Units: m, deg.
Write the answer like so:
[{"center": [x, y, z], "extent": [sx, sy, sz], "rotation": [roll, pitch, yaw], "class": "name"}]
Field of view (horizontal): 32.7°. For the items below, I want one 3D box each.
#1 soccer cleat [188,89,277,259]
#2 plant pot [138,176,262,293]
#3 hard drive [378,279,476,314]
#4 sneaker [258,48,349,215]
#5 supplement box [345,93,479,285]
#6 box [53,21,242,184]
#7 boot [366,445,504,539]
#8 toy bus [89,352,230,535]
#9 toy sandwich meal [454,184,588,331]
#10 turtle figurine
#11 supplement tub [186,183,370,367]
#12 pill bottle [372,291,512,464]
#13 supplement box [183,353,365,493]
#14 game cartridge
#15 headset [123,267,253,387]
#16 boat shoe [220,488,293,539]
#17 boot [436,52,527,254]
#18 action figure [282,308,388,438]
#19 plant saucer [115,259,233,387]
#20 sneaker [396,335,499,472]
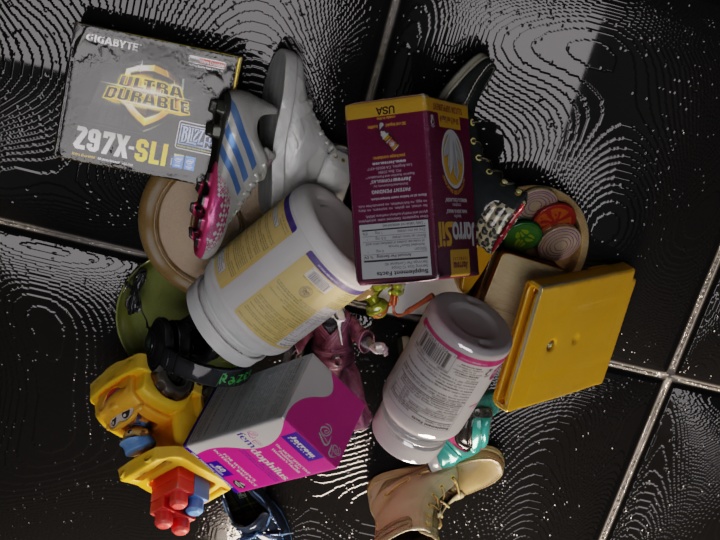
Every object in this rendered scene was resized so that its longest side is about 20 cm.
[{"center": [-0.144, -0.107, 1.425], "extent": [0.086, 0.070, 0.202], "rotation": [8, 100, -21], "class": "soccer cleat"}, {"center": [-0.178, -0.059, 1.525], "extent": [0.198, 0.027, 0.202], "rotation": [-1, 102, -4], "class": "plant pot"}, {"center": [0.092, -0.039, 1.563], "extent": [0.131, 0.027, 0.202], "rotation": [3, 114, -2], "class": "hard drive"}, {"center": [-0.060, -0.165, 1.488], "extent": [0.115, 0.074, 0.202], "rotation": [-1, 105, -23], "class": "sneaker"}, {"center": [0.059, -0.088, 1.377], "extent": [0.102, 0.131, 0.202], "rotation": [-4, 91, 26], "class": "supplement box"}, {"center": [-0.251, -0.196, 1.454], "extent": [0.198, 0.049, 0.161], "rotation": [11, 101, -6], "class": "box"}, {"center": [0.106, 0.316, 1.652], "extent": [0.198, 0.156, 0.073], "rotation": [-16, 114, 6], "class": "boot"}, {"center": [-0.249, 0.229, 1.563], "extent": [0.135, 0.193, 0.200], "rotation": [-30, 131, 33], "class": "toy bus"}, {"center": [0.204, -0.008, 1.536], "extent": [0.203, 0.070, 0.207], "rotation": [-7, 120, -12], "class": "toy sandwich meal"}, {"center": [0.000, 0.000, 1.544], "extent": [0.199, 0.064, 0.162], "rotation": [-16, 112, 48], "class": "turtle figurine"}, {"center": [-0.093, 0.009, 1.448], "extent": [0.200, 0.146, 0.145], "rotation": [-37, 110, 20], "class": "supplement tub"}, {"center": [0.095, 0.135, 1.507], "extent": [0.113, 0.114, 0.201], "rotation": [21, 122, -11], "class": "pill bottle"}, {"center": [-0.106, 0.188, 1.491], "extent": [0.199, 0.104, 0.101], "rotation": [-23, 120, 43], "class": "supplement box"}, {"center": [0.262, 0.081, 1.559], "extent": [0.199, 0.032, 0.178], "rotation": [-10, 122, -43], "class": "game cartridge"}, {"center": [-0.216, 0.074, 1.511], "extent": [0.199, 0.123, 0.095], "rotation": [27, 108, 29], "class": "headset"}, {"center": [-0.161, 0.340, 1.703], "extent": [0.084, 0.069, 0.201], "rotation": [-28, 112, 11], "class": "boat shoe"}, {"center": [0.143, -0.137, 1.454], "extent": [0.153, 0.073, 0.204], "rotation": [34, 100, 16], "class": "boot"}, {"center": [-0.028, 0.107, 1.559], "extent": [0.133, 0.149, 0.202], "rotation": [3, 111, 4], "class": "action figure"}, {"center": [-0.217, 0.060, 1.597], "extent": [0.198, 0.031, 0.202], "rotation": [-1, 114, -2], "class": "plant saucer"}, {"center": [0.123, 0.167, 1.625], "extent": [0.120, 0.084, 0.201], "rotation": [-16, 113, 4], "class": "sneaker"}]
